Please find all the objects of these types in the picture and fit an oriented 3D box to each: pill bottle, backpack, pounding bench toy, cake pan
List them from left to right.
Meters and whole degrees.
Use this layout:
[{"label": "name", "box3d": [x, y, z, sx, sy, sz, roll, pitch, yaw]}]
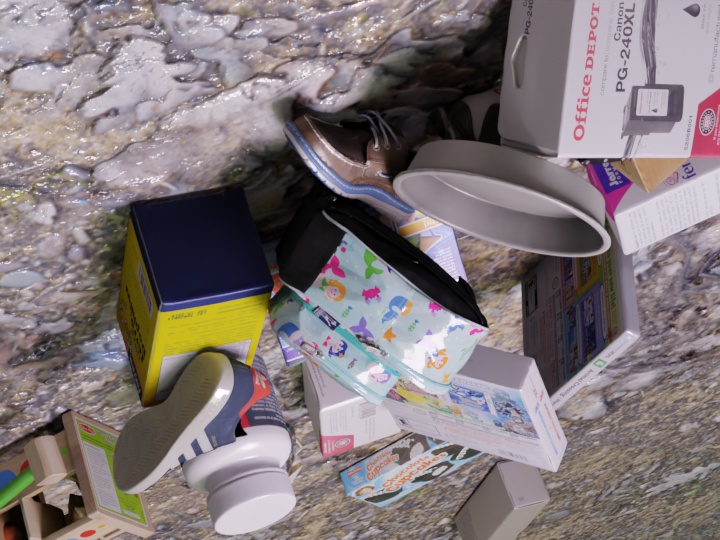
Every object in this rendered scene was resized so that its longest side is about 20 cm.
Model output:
[{"label": "pounding bench toy", "box3d": [-0.353, 0.247, 1.703, 0.155, 0.125, 0.200, -27, 153, 12]}, {"label": "pill bottle", "box3d": [-0.139, 0.165, 1.630, 0.118, 0.202, 0.120, -17, 153, -9]}, {"label": "backpack", "box3d": [0.014, 0.033, 1.416, 0.199, 0.178, 0.152, 29, 97, -11]}, {"label": "cake pan", "box3d": [0.127, -0.064, 1.362, 0.198, 0.037, 0.200, 17, 168, 4]}]

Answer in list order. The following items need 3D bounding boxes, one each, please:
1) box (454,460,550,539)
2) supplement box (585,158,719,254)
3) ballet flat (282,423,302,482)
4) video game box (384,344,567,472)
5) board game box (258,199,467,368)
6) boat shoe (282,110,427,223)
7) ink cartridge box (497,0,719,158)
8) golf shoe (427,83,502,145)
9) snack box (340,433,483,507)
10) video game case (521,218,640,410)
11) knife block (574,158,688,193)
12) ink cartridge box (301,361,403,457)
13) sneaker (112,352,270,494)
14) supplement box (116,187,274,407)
[{"label": "box", "box3d": [0.218, 0.371, 2.415, 0.068, 0.083, 0.200, -8, 151, -25]}, {"label": "supplement box", "box3d": [0.335, -0.115, 1.582, 0.198, 0.102, 0.103, -25, 153, 6]}, {"label": "ballet flat", "box3d": [-0.104, 0.245, 1.957, 0.071, 0.073, 0.201, -15, 154, -13]}, {"label": "video game box", "box3d": [0.107, 0.132, 1.651, 0.198, 0.047, 0.183, 13, 154, 27]}, {"label": "board game box", "box3d": [0.000, 0.000, 1.528, 0.198, 0.035, 0.137, -18, 114, -4]}, {"label": "boat shoe", "box3d": [0.004, -0.107, 1.394, 0.072, 0.073, 0.199, -43, 152, 14]}, {"label": "ink cartridge box", "box3d": [0.225, -0.172, 1.336, 0.198, 0.083, 0.147, -4, 105, -33]}, {"label": "golf shoe", "box3d": [0.138, -0.108, 1.479, 0.088, 0.078, 0.200, -32, 152, 8]}, {"label": "snack box", "box3d": [0.082, 0.262, 2.158, 0.199, 0.037, 0.116, -30, 152, 16]}, {"label": "video game case", "box3d": [0.236, 0.040, 1.696, 0.022, 0.201, 0.182, 22, 135, -20]}, {"label": "knife block", "box3d": [0.264, -0.169, 1.457, 0.199, 0.064, 0.176, -39, 136, -5]}, {"label": "ink cartridge box", "box3d": [0.036, 0.129, 1.826, 0.198, 0.086, 0.146, -16, 153, -8]}, {"label": "sneaker", "box3d": [-0.160, 0.155, 1.489, 0.084, 0.076, 0.200, 13, 138, -41]}, {"label": "supplement box", "box3d": [-0.160, 0.028, 1.462, 0.108, 0.110, 0.201, -10, 151, -20]}]
